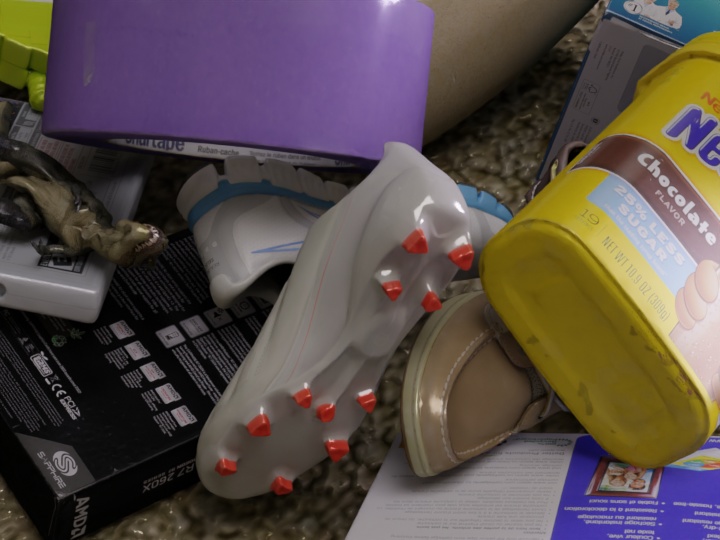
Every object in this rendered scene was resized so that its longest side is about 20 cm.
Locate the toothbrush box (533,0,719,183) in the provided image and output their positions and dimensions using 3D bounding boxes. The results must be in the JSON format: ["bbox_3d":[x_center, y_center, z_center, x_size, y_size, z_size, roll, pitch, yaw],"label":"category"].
[{"bbox_3d":[0.193,-0.147,1.198,0.085,0.147,0.201,24,46,5],"label":"toothbrush box"}]

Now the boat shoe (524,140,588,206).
[{"bbox_3d":[0.148,0.014,1.102,0.071,0.060,0.201,-4,51,-19],"label":"boat shoe"}]

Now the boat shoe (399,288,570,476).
[{"bbox_3d":[0.082,0.043,0.978,0.064,0.073,0.200,2,21,29],"label":"boat shoe"}]

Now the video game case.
[{"bbox_3d":[-0.212,-0.044,1.034,0.180,0.024,0.200,11,29,-2],"label":"video game case"}]

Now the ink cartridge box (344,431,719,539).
[{"bbox_3d":[0.091,0.131,0.898,0.196,0.044,0.200,0,17,14],"label":"ink cartridge box"}]

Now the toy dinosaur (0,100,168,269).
[{"bbox_3d":[-0.175,-0.046,0.980,0.088,0.048,0.200,10,21,-42],"label":"toy dinosaur"}]

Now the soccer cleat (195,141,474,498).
[{"bbox_3d":[-0.016,0.028,0.938,0.069,0.200,0.078,22,26,-35],"label":"soccer cleat"}]

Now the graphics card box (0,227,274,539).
[{"bbox_3d":[-0.105,0.050,1.006,0.199,0.051,0.126,-23,59,-33],"label":"graphics card box"}]

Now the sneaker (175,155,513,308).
[{"bbox_3d":[0.000,0.000,1.013,0.198,0.075,0.087,3,58,-26],"label":"sneaker"}]

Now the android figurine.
[{"bbox_3d":[-0.180,-0.163,1.170,0.180,0.041,0.201,1,43,-21],"label":"android figurine"}]

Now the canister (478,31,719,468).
[{"bbox_3d":[0.163,-0.013,0.971,0.149,0.086,0.200,52,49,-4],"label":"canister"}]

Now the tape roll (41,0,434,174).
[{"bbox_3d":[-0.063,-0.102,1.000,0.198,0.200,0.086,5,90,-11],"label":"tape roll"}]

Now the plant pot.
[{"bbox_3d":[0.039,-0.167,1.171,0.186,0.188,0.201,29,64,11],"label":"plant pot"}]
